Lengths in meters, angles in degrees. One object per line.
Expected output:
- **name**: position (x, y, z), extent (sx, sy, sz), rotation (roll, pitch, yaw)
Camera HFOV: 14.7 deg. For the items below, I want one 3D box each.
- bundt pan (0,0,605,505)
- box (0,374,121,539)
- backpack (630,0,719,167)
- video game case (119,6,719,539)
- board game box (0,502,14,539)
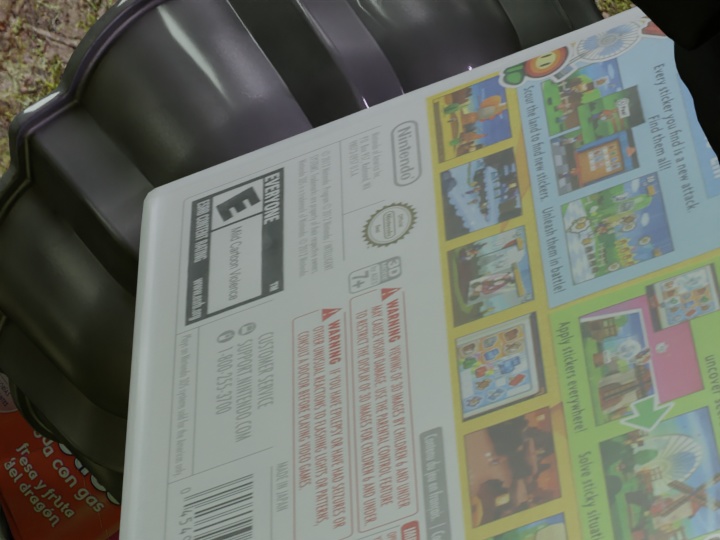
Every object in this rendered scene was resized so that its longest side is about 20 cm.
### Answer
- **bundt pan**: position (0.000, 0.000, 0.751), extent (0.202, 0.076, 0.202), rotation (-20, -43, -19)
- **box**: position (-0.073, 0.050, 1.031), extent (0.100, 0.096, 0.200), rotation (-21, 2, 5)
- **backpack**: position (0.156, -0.042, 0.398), extent (0.167, 0.127, 0.200), rotation (-36, 16, -16)
- **video game case**: position (0.039, 0.013, 0.550), extent (0.182, 0.023, 0.200), rotation (-20, 31, 11)
- **board game box**: position (-0.155, 0.051, 1.041), extent (0.047, 0.151, 0.200), rotation (-20, 2, 2)
